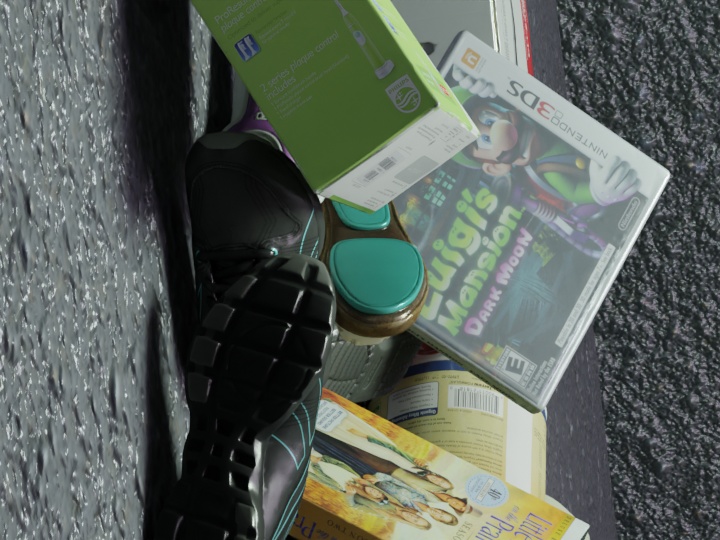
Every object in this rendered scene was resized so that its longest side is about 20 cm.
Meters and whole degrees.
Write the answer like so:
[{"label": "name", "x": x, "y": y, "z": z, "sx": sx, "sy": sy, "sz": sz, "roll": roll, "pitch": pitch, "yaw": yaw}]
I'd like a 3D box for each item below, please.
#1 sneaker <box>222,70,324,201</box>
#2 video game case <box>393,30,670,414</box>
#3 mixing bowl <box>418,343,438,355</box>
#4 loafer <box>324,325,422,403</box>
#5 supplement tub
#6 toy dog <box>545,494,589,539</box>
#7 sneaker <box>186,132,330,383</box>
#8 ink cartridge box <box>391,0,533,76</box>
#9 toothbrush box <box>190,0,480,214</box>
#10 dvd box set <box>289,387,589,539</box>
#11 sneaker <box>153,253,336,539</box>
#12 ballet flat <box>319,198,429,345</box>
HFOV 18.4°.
[{"label": "sneaker", "x": -0.048, "y": -0.095, "z": 1.375, "sx": 0.100, "sy": 0.074, "sz": 0.201, "roll": 78, "pitch": 27, "yaw": -61}, {"label": "video game case", "x": 0.095, "y": -0.034, "z": 1.519, "sx": 0.201, "sy": 0.181, "sz": 0.023, "roll": -59, "pitch": -172, "yaw": -16}, {"label": "mixing bowl", "x": 0.042, "y": -0.052, "z": 1.607, "sx": 0.108, "sy": 0.200, "sz": 0.201, "roll": 29, "pitch": 45, "yaw": -26}, {"label": "loafer", "x": -0.025, "y": 0.052, "z": 1.482, "sx": 0.076, "sy": 0.069, "sz": 0.200, "roll": -59, "pitch": 161, "yaw": 9}, {"label": "supplement tub", "x": 0.069, "y": 0.175, "z": 1.681, "sx": 0.145, "sy": 0.143, "sz": 0.201, "roll": 72, "pitch": 18, "yaw": -50}, {"label": "toy dog", "x": 0.110, "y": 0.274, "z": 1.884, "sx": 0.201, "sy": 0.138, "sz": 0.195, "roll": -80, "pitch": 149, "yaw": -50}, {"label": "sneaker", "x": -0.056, "y": 0.015, "z": 1.250, "sx": 0.080, "sy": 0.075, "sz": 0.201, "roll": -75, "pitch": 157, "yaw": -49}, {"label": "ink cartridge box", "x": 0.048, "y": -0.181, "z": 1.694, "sx": 0.200, "sy": 0.143, "sz": 0.085, "roll": -16, "pitch": 100, "yaw": -79}, {"label": "toothbrush box", "x": -0.030, "y": -0.140, "z": 1.228, "sx": 0.201, "sy": 0.086, "sz": 0.146, "roll": 58, "pitch": 8, "yaw": 8}, {"label": "dvd box set", "x": 0.028, "y": 0.143, "z": 1.327, "sx": 0.146, "sy": 0.199, "sz": 0.030, "roll": -36, "pitch": 151, "yaw": -64}, {"label": "sneaker", "x": -0.061, "y": 0.089, "z": 1.195, "sx": 0.079, "sy": 0.075, "sz": 0.202, "roll": 49, "pitch": 58, "yaw": -70}, {"label": "ballet flat", "x": 0.000, "y": 0.000, "z": 1.385, "sx": 0.201, "sy": 0.067, "sz": 0.073, "roll": -110, "pitch": -158, "yaw": -55}]
